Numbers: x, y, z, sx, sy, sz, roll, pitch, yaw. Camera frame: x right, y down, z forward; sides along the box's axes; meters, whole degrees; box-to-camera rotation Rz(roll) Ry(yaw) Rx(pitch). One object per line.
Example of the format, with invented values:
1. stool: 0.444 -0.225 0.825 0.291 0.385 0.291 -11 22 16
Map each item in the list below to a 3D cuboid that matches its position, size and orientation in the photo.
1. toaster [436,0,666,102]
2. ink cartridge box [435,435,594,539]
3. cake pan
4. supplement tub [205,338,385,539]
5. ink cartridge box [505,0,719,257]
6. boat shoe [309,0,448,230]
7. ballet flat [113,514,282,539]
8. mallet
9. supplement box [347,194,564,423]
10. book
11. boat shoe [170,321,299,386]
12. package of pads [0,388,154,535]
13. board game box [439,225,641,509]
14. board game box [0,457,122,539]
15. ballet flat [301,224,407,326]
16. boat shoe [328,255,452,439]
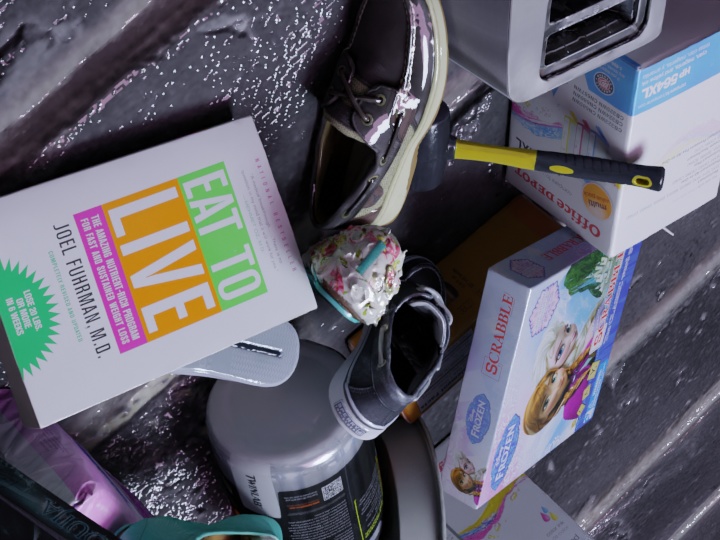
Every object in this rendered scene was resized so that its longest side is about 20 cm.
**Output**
1. toaster: 0.118 -0.229 0.896 0.198 0.119 0.183 -26 138 -27
2. ink cartridge box: 0.116 0.260 1.268 0.147 0.200 0.086 -39 143 -13
3. cake pan: 0.028 0.219 1.161 0.036 0.201 0.202 0 127 -14
4. supplement tub: -0.045 0.159 1.074 0.122 0.122 0.202 -32 141 -20
5. ink cartridge box: 0.202 -0.121 1.072 0.124 0.128 0.202 -27 138 -27
6. boat shoe: 0.007 -0.106 0.930 0.064 0.073 0.202 -24 138 -37
7. ballet flat: -0.090 0.203 0.925 0.199 0.070 0.068 20 90 -61
8. mallet: 0.119 -0.088 0.992 0.041 0.197 0.067 -74 163 -48
9. supplement box: 0.087 0.031 1.144 0.199 0.066 0.069 -38 145 -13
10. book: -0.136 -0.004 0.854 0.198 0.048 0.136 -23 101 -31
11. boat shoe: -0.133 0.038 0.918 0.198 0.062 0.073 23 75 -36
12. package of pads: -0.189 0.175 0.939 0.076 0.120 0.201 -41 143 -9
13. board game box: 0.150 0.065 1.119 0.199 0.041 0.203 -26 134 -48
14. board game box: -0.230 0.167 0.827 0.028 0.198 0.137 -34 146 -52
15. ballet flat: 0.000 0.000 0.948 0.064 0.075 0.200 -49 -173 -3
16. boat shoe: 0.037 0.043 1.024 0.068 0.072 0.200 -36 -169 33
